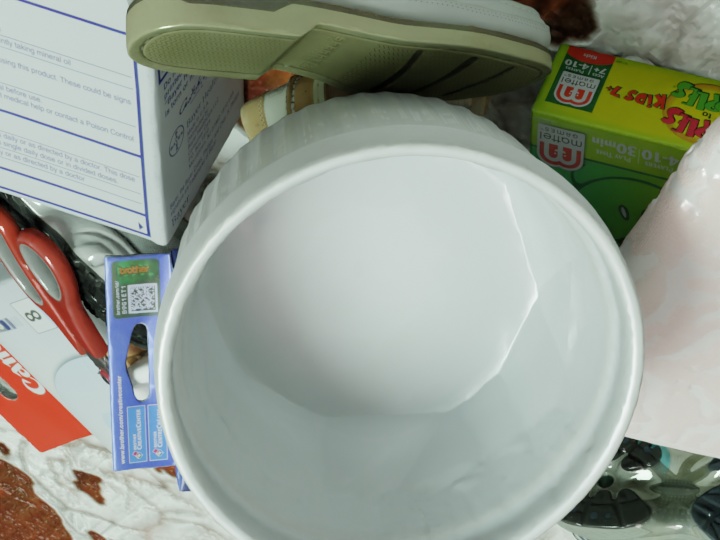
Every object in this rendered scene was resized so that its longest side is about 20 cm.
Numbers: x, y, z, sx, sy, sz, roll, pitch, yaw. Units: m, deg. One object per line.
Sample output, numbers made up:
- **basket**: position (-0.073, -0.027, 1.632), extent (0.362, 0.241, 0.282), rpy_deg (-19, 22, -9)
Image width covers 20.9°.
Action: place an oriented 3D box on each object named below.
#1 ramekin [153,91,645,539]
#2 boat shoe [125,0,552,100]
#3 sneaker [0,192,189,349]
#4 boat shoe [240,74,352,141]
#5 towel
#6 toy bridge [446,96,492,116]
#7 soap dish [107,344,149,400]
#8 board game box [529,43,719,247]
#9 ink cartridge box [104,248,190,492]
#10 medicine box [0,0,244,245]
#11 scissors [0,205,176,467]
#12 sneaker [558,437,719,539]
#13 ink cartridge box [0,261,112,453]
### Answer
- **ramekin**: position (0.012, 0.021, 0.820), extent (0.198, 0.105, 0.202), rpy_deg (-3, 115, -6)
- **boat shoe**: position (-0.003, -0.115, 0.802), extent (0.198, 0.069, 0.075), rpy_deg (5, 163, -34)
- **sneaker**: position (-0.154, -0.050, 1.038), extent (0.200, 0.079, 0.074), rpy_deg (46, 161, 1)
- **boat shoe**: position (0.000, 0.000, 0.921), extent (0.075, 0.072, 0.202), rpy_deg (-14, 109, 18)
- **towel**: position (0.194, 0.019, 0.869), extent (0.189, 0.032, 0.201), rpy_deg (14, 138, -16)
- **toy bridge**: position (0.028, -0.092, 0.903), extent (0.067, 0.027, 0.201), rpy_deg (9, 139, 20)
- **soap dish**: position (-0.024, 0.077, 1.091), extent (0.200, 0.082, 0.157), rpy_deg (45, 139, -22)
- **board game box**: position (0.132, -0.008, 0.923), extent (0.101, 0.048, 0.201), rpy_deg (15, 141, 15)
- **ink cartridge box**: position (-0.027, 0.047, 0.978), extent (0.198, 0.042, 0.121), rpy_deg (-2, 107, -7)
- **medicine box**: position (-0.155, -0.134, 0.902), extent (0.181, 0.103, 0.201), rpy_deg (18, 142, 11)
- **scissors**: position (-0.145, 0.045, 1.061), extent (0.073, 0.014, 0.201), rpy_deg (17, 144, 48)
- **sneaker**: position (0.200, 0.135, 1.045), extent (0.198, 0.078, 0.086), rpy_deg (9, 152, 33)
- **ink cartridge box**: position (-0.198, 0.061, 1.206), extent (0.199, 0.047, 0.160), rpy_deg (-18, 125, 41)
